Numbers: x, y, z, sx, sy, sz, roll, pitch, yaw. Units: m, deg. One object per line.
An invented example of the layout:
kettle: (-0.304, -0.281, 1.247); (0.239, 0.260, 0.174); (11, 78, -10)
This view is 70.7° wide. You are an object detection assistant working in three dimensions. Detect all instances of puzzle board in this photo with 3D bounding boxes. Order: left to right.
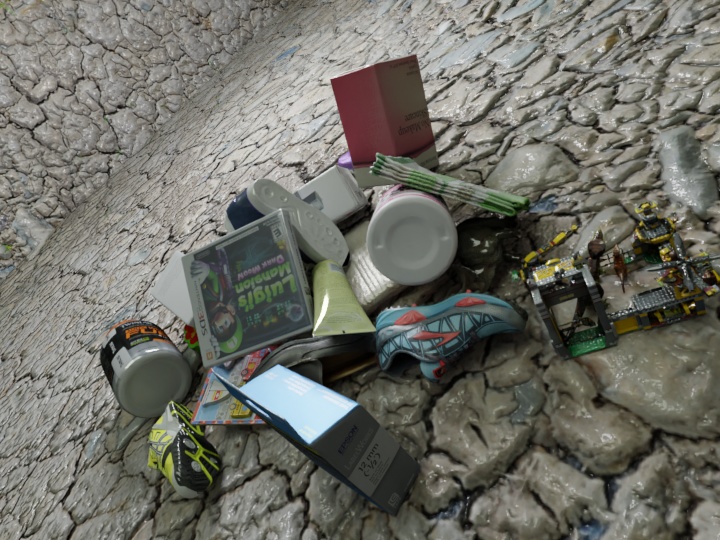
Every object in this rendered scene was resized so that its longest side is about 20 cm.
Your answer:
puzzle board: (-0.159, 0.141, 0.772); (0.150, 0.017, 0.200); (-4, 43, 12)

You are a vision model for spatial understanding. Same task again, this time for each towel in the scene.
towel: (0.000, 0.000, 0.819); (0.132, 0.034, 0.200); (-37, 36, 4)
towel: (0.128, -0.120, 0.694); (0.200, 0.031, 0.149); (21, 19, 19)

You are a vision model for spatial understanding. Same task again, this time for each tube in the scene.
tube: (-0.036, 0.042, 0.695); (0.058, 0.052, 0.200); (-43, 22, 6)

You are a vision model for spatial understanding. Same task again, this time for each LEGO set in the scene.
LEGO set: (0.251, -0.007, 0.528); (0.200, 0.116, 0.154); (-16, 40, 28)

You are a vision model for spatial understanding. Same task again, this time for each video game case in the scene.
video game case: (-0.170, 0.029, 0.751); (0.200, 0.023, 0.182); (-22, 76, 21)

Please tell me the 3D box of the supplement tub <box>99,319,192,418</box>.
supplement tub: (-0.385, 0.162, 0.896); (0.123, 0.123, 0.200); (-48, 37, -15)

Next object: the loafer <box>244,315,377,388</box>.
loafer: (-0.062, 0.130, 0.680); (0.200, 0.073, 0.072); (-31, 41, -3)

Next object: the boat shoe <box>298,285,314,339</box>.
boat shoe: (-0.103, 0.047, 0.796); (0.200, 0.063, 0.071); (31, 110, 26)

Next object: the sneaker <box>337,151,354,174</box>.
sneaker: (0.032, -0.279, 1.060); (0.200, 0.089, 0.081); (-27, 37, 17)

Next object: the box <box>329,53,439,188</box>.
box: (0.047, -0.263, 0.905); (0.109, 0.201, 0.128); (2, 26, 43)

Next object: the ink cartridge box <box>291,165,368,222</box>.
ink cartridge box: (-0.094, -0.104, 0.929); (0.200, 0.085, 0.146); (-29, 5, 10)

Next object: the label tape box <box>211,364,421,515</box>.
label tape box: (-0.044, 0.158, 0.530); (0.143, 0.200, 0.066); (11, 55, 47)

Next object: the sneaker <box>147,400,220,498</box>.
sneaker: (-0.257, 0.265, 0.721); (0.076, 0.075, 0.200); (-51, 26, -6)

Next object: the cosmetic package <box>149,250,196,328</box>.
cosmetic package: (-0.296, 0.039, 0.917); (0.200, 0.074, 0.102); (22, 80, 47)

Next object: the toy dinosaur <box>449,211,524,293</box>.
toy dinosaur: (0.163, -0.041, 0.685); (0.102, 0.077, 0.200); (-9, 46, 15)

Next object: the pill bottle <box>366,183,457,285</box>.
pill bottle: (0.071, -0.062, 0.709); (0.113, 0.114, 0.200); (-29, 12, 13)

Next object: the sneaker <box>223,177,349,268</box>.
sneaker: (-0.130, -0.049, 0.832); (0.146, 0.200, 0.081); (-35, 23, 44)

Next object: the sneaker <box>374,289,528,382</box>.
sneaker: (0.105, 0.088, 0.606); (0.200, 0.079, 0.096); (-17, 53, 38)

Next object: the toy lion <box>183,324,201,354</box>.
toy lion: (-0.241, 0.071, 0.936); (0.200, 0.069, 0.192); (14, 66, 48)
